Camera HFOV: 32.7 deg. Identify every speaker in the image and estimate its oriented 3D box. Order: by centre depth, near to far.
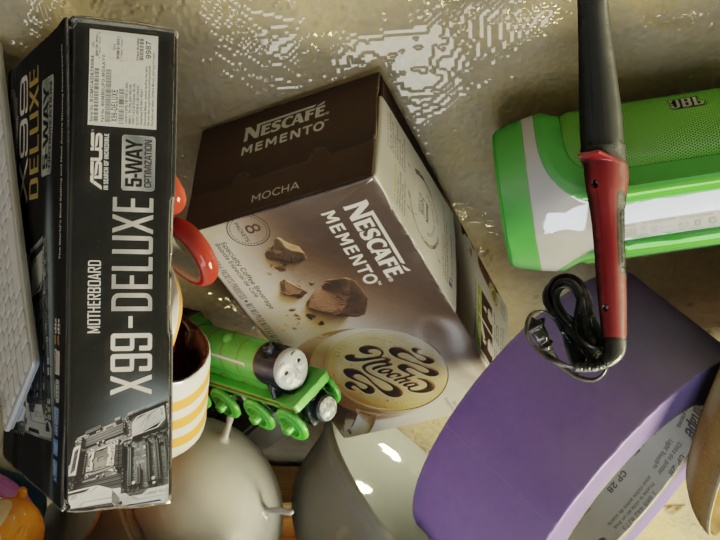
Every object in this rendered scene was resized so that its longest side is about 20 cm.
[{"bbox_3d":[0.171,-0.051,0.635,0.198,0.089,0.089,-8,137,9],"label":"speaker"}]

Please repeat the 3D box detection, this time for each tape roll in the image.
[{"bbox_3d":[0.129,0.105,0.724,0.199,0.085,0.201,-35,150,-24],"label":"tape roll"}]

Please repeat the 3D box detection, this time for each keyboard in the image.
[{"bbox_3d":[-0.172,-0.023,0.591,0.011,0.201,0.056,0,142,-24],"label":"keyboard"}]

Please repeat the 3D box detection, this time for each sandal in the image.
[{"bbox_3d":[-0.118,0.075,0.674,0.059,0.080,0.208,9,131,-23],"label":"sandal"}]

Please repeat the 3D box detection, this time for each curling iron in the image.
[{"bbox_3d":[0.107,-0.047,0.587,0.049,0.202,0.026,3,-177,13],"label":"curling iron"}]

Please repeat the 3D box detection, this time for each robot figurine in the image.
[{"bbox_3d":[-0.127,0.166,0.766,0.200,0.113,0.170,-38,92,27],"label":"robot figurine"}]

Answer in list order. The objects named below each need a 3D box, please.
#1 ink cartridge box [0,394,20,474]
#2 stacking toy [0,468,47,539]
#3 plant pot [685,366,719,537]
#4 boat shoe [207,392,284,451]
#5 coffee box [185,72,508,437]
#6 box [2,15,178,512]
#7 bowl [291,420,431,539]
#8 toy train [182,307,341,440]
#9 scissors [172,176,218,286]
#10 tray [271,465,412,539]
[{"bbox_3d":[-0.250,0.029,0.687,0.198,0.117,0.067,21,171,-10],"label":"ink cartridge box"},{"bbox_3d":[-0.207,0.144,0.647,0.109,0.117,0.200,25,156,-23],"label":"stacking toy"},{"bbox_3d":[0.233,0.056,0.699,0.027,0.200,0.201,25,145,27],"label":"plant pot"},{"bbox_3d":[-0.124,0.114,0.836,0.066,0.070,0.199,43,126,-18],"label":"boat shoe"},{"bbox_3d":[0.000,0.000,0.696,0.112,0.080,0.201,-14,135,20],"label":"coffee box"},{"bbox_3d":[-0.130,-0.003,0.570,0.049,0.203,0.157,1,180,-25],"label":"box"},{"bbox_3d":[0.019,0.189,0.798,0.090,0.202,0.201,-43,125,10],"label":"bowl"},{"bbox_3d":[-0.088,0.052,0.713,0.199,0.042,0.057,9,135,47],"label":"toy train"},{"bbox_3d":[-0.129,-0.022,0.675,0.074,0.014,0.199,58,155,-14],"label":"scissors"},{"bbox_3d":[-0.042,0.189,0.934,0.198,0.037,0.099,3,138,-1],"label":"tray"}]
